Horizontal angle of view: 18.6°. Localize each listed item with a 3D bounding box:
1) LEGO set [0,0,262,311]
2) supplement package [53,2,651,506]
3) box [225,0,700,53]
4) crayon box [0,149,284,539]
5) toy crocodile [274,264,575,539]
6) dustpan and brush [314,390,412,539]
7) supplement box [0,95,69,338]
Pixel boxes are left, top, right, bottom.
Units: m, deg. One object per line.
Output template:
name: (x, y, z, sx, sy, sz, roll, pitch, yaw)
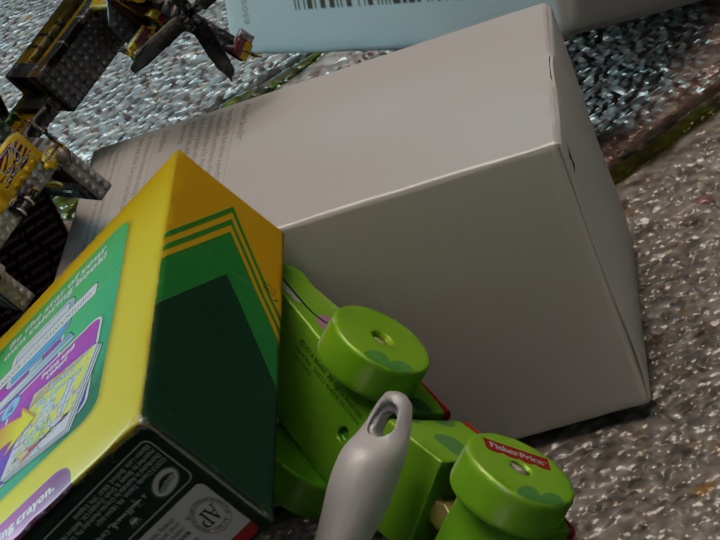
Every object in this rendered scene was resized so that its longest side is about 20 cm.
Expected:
LEGO set: (-0.142, -0.080, 0.819, 0.200, 0.154, 0.116, -49, 26, -19)
supplement package: (0.000, 0.000, 0.857, 0.198, 0.120, 0.122, -17, 29, 13)
box: (0.051, -0.214, 1.042, 0.198, 0.202, 0.171, 2, 13, 37)
crayon box: (-0.109, 0.079, 0.731, 0.200, 0.058, 0.173, -44, 20, 21)
toy crocodile: (0.022, 0.069, 0.734, 0.061, 0.068, 0.200, 5, 29, -45)
dustpan and brush: (-0.031, 0.130, 0.679, 0.139, 0.057, 0.202, 18, 90, 37)
supplement box: (-0.179, -0.034, 0.956, 0.061, 0.201, 0.109, -34, 31, -18)
